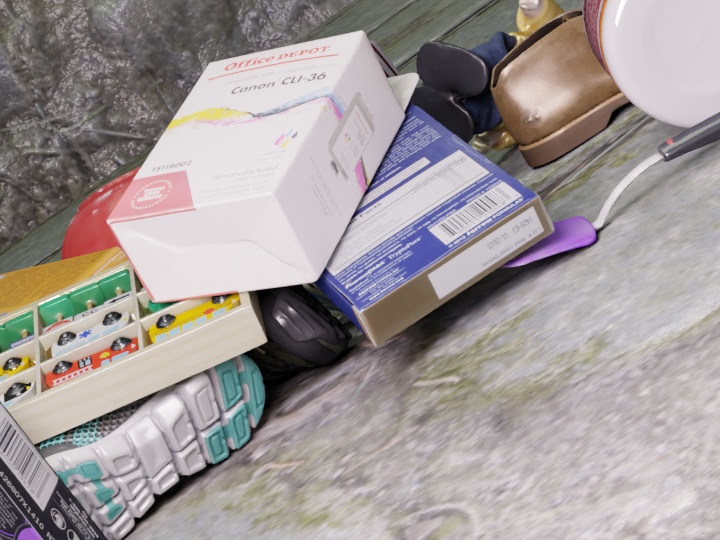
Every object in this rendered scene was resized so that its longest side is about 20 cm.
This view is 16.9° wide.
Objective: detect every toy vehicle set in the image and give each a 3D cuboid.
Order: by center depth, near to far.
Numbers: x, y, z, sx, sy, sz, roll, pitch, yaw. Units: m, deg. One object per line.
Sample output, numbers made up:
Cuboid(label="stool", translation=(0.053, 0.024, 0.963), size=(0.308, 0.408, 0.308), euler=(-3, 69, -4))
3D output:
Cuboid(label="toy vehicle set", translation=(-0.155, 0.043, 1.422), size=(0.200, 0.027, 0.124), euler=(-24, 27, 2))

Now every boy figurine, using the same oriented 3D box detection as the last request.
Cuboid(label="boy figurine", translation=(0.111, -0.146, 1.734), size=(0.200, 0.064, 0.124), euler=(-26, -44, -55))

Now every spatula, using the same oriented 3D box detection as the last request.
Cuboid(label="spatula", translation=(0.159, -0.052, 1.364), size=(0.200, 0.021, 0.057), euler=(-33, 16, 4))

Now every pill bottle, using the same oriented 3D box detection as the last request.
Cuboid(label="pill bottle", translation=(0.193, -0.154, 1.471), size=(0.113, 0.113, 0.200), euler=(-33, 10, 6))

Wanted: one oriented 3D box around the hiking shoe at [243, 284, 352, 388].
Cuboid(label="hiking shoe", translation=(-0.070, 0.055, 1.502), size=(0.101, 0.076, 0.200), euler=(-48, 5, -11))

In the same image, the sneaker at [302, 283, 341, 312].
Cuboid(label="sneaker", translation=(0.000, 0.000, 1.530), size=(0.090, 0.075, 0.200), euler=(-54, 6, 22))

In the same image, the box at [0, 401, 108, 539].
Cuboid(label="box", translation=(-0.253, 0.177, 1.311), size=(0.200, 0.122, 0.106), euler=(-31, 13, 15))

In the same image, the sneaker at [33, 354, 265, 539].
Cuboid(label="sneaker", translation=(-0.155, 0.104, 1.418), size=(0.200, 0.078, 0.091), euler=(-31, 36, -23))

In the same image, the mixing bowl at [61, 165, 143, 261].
Cuboid(label="mixing bowl", translation=(-0.135, -0.014, 1.718), size=(0.200, 0.108, 0.200), euler=(-26, -9, -4))

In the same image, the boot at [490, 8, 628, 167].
Cuboid(label="boot", translation=(0.179, -0.155, 1.634), size=(0.200, 0.075, 0.074), euler=(-34, 10, -3))

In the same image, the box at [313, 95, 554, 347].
Cuboid(label="box", translation=(0.017, -0.034, 1.411), size=(0.121, 0.032, 0.200), euler=(-33, 31, -8))

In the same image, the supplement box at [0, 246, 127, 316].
Cuboid(label="supplement box", translation=(-0.219, 0.039, 1.622), size=(0.200, 0.067, 0.069), euler=(-13, 24, 47))

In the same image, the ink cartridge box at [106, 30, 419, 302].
Cuboid(label="ink cartridge box", translation=(-0.052, -0.073, 1.429), size=(0.116, 0.068, 0.200), euler=(-8, 35, 30))

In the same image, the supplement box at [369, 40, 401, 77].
Cuboid(label="supplement box", translation=(-0.001, -0.089, 1.799), size=(0.061, 0.109, 0.200), euler=(-35, 8, 22))
